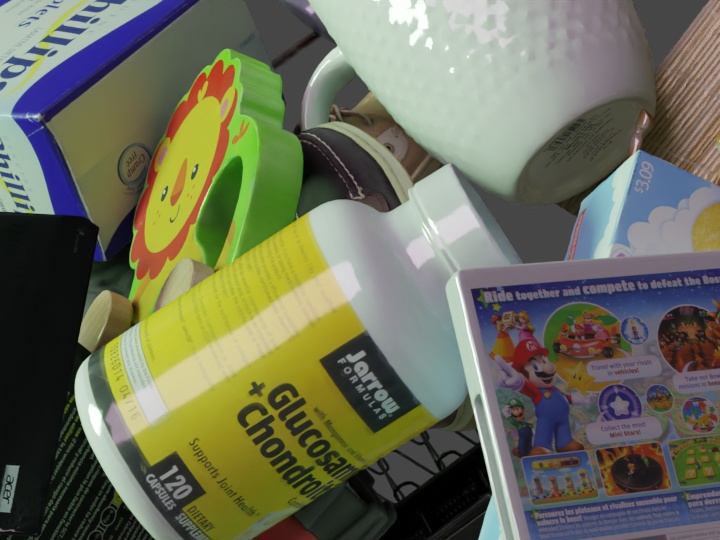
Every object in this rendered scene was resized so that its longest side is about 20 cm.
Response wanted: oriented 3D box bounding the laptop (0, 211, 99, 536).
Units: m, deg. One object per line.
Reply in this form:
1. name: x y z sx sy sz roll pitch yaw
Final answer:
1. laptop: -0.232 0.069 1.034 0.200 0.103 0.177 -37 37 46

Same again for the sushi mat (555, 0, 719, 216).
1. sushi mat: 0.194 -0.095 1.124 0.200 0.012 0.096 -52 44 -6

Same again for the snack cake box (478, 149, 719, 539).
1. snack cake box: 0.133 0.063 0.905 0.067 0.115 0.200 132 159 -62

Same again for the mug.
1. mug: 0.054 -0.111 1.125 0.200 0.148 0.175 -39 65 12

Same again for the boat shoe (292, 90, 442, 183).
1. boat shoe: -0.006 -0.062 1.197 0.200 0.065 0.072 -55 30 -14

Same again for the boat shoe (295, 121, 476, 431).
1. boat shoe: 0.000 0.000 1.056 0.200 0.065 0.072 63 141 33

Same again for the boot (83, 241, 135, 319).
1. boot: -0.141 0.006 1.263 0.200 0.070 0.132 19 66 37

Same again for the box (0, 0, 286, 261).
1. box: -0.185 -0.102 1.293 0.200 0.105 0.184 6 38 39

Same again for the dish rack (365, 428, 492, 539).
1. dish rack: 0.011 0.082 1.102 0.153 0.055 0.200 -37 45 8

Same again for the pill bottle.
1. pill bottle: -0.021 0.038 0.947 0.200 0.112 0.112 -33 46 8

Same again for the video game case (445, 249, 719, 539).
1. video game case: 0.122 0.089 0.839 0.018 0.143 0.200 126 136 -61

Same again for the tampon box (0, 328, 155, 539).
1. tampon box: -0.169 0.119 1.102 0.150 0.200 0.126 15 69 41

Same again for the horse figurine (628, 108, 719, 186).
1. horse figurine: 0.185 -0.001 1.032 0.200 0.050 0.133 17 83 35

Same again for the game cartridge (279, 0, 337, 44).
1. game cartridge: -0.017 -0.240 1.368 0.133 0.040 0.200 -39 44 12

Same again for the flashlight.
1. flashlight: -0.074 0.166 1.025 0.200 0.068 0.068 -46 81 7

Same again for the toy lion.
1. toy lion: -0.081 -0.031 1.121 0.200 0.069 0.192 -17 55 64
